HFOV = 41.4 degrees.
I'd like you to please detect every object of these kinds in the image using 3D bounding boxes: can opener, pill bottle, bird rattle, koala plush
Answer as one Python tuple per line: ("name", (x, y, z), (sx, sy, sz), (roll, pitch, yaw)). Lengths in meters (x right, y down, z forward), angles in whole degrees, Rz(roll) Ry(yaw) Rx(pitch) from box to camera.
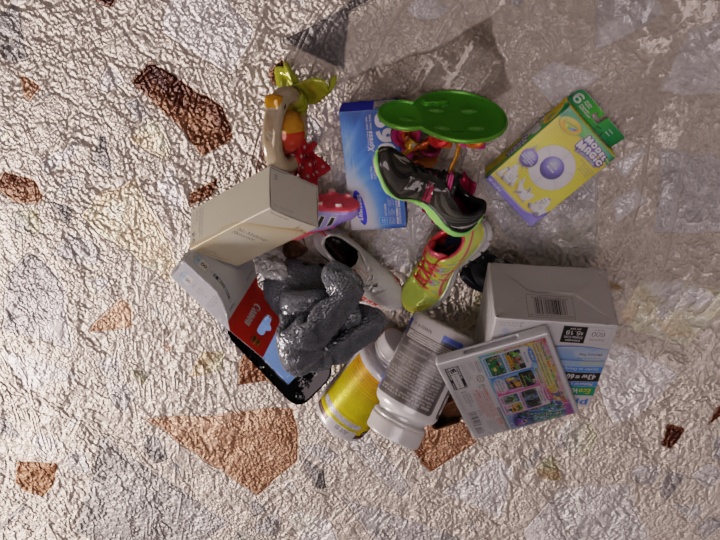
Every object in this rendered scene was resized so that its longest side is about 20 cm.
("can opener", (0.266, 0.023, 1.590), (0.197, 0.079, 0.065), (20, 82, -9))
("pill bottle", (0.016, 0.198, 1.669), (0.108, 0.110, 0.201), (33, 116, -12))
("pill bottle", (0.094, 0.179, 1.548), (0.112, 0.114, 0.203), (26, 91, -9))
("bird rattle", (-0.112, -0.210, 1.450), (0.111, 0.163, 0.204), (17, 110, 17))
("koala plush", (-0.094, 0.051, 1.549), (0.183, 0.200, 0.178), (-40, 144, -6))

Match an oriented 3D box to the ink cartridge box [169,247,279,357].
("ink cartridge box", (-0.202, 0.026, 1.563), (0.200, 0.161, 0.047), (42, 117, -10))

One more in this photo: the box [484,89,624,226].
("box", (0.304, -0.175, 1.482), (0.117, 0.049, 0.200), (42, 112, -16))

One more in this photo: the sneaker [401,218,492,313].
("sneaker", (0.123, -0.015, 1.548), (0.090, 0.078, 0.201), (12, 120, -53))

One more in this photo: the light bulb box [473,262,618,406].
("light bulb box", (0.289, 0.105, 1.532), (0.194, 0.126, 0.202), (3, 134, 0))

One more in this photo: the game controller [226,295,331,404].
("game controller", (-0.142, 0.138, 1.667), (0.200, 0.042, 0.104), (45, 113, 1))

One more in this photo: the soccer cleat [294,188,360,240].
("soccer cleat", (-0.085, -0.084, 1.539), (0.196, 0.067, 0.078), (0, 116, 26))

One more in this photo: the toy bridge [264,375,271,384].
("toy bridge", (-0.094, 0.135, 1.694), (0.197, 0.027, 0.068), (-25, 111, 18))

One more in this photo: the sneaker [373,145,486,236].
("sneaker", (0.103, -0.127, 1.379), (0.198, 0.078, 0.083), (29, 138, -25))

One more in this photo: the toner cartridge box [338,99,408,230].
("toner cartridge box", (0.023, -0.166, 1.516), (0.093, 0.043, 0.203), (-2, 117, 8))

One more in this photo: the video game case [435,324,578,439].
("video game case", (0.233, 0.180, 1.498), (0.179, 0.024, 0.201), (-17, 130, 14))

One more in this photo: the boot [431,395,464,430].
("boot", (0.129, 0.231, 1.649), (0.073, 0.155, 0.200), (36, 116, -14))

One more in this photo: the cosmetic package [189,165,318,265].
("cosmetic package", (-0.167, -0.080, 1.474), (0.103, 0.075, 0.198), (19, 151, -41))

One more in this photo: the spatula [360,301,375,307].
("spatula", (0.024, 0.056, 1.644), (0.196, 0.021, 0.057), (-10, 112, 10))

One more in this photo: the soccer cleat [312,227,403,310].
("soccer cleat", (0.000, 0.000, 1.575), (0.200, 0.085, 0.069), (44, 91, -14))

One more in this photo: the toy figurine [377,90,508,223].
("toy figurine", (0.114, -0.158, 1.460), (0.196, 0.151, 0.187), (-1, 128, -9))
